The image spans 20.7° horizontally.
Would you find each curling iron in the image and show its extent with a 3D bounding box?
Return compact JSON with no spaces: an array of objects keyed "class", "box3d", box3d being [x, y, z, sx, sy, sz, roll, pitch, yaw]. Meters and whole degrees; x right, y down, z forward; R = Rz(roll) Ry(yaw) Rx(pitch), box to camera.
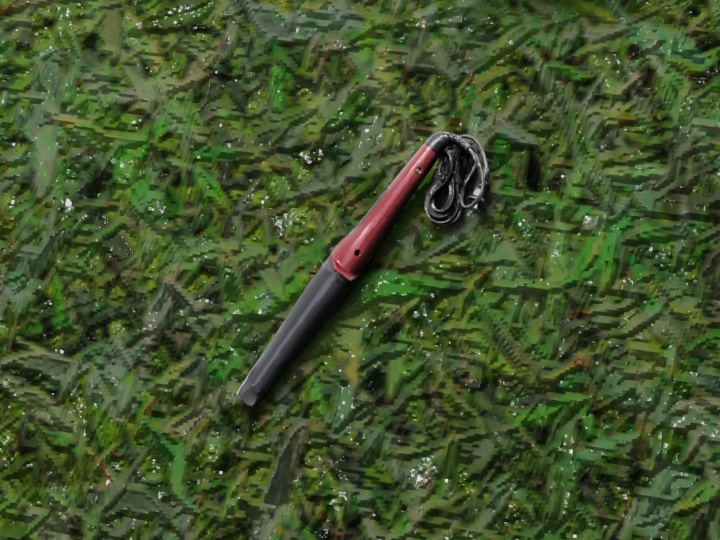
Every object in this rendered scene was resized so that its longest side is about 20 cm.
[{"class":"curling iron","box3d":[0.000,0.000,1.120,0.200,0.026,0.050,-46,69,-1]}]
